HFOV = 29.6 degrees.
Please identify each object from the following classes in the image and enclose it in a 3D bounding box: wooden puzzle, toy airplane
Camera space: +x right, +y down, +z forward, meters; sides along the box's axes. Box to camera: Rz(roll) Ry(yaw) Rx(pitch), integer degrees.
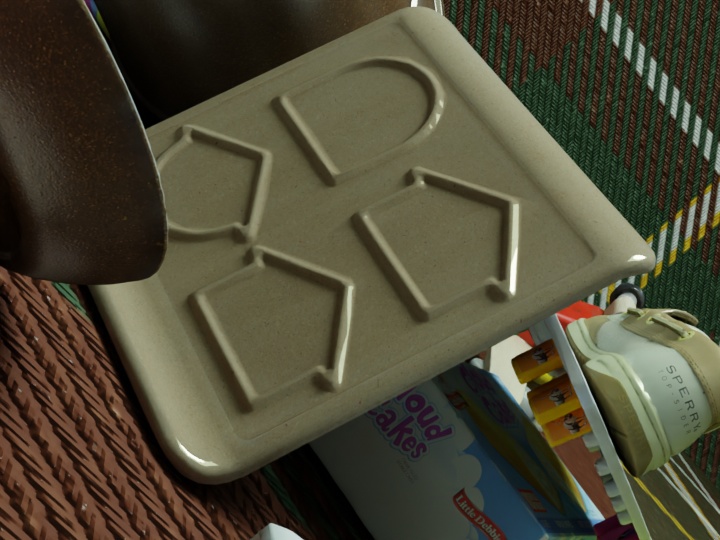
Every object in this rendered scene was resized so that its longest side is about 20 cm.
[{"bbox_3d":[-0.011,-0.015,0.553,0.186,0.199,0.047,56,-16,40],"label":"wooden puzzle"},{"bbox_3d":[0.143,0.063,1.209,0.199,0.142,0.199,-6,32,-34],"label":"toy airplane"}]

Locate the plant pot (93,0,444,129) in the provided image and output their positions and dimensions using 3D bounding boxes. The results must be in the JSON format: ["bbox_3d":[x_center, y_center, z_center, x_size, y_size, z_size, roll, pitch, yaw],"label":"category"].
[{"bbox_3d":[-0.064,-0.172,0.717,0.201,0.200,0.198,52,-4,22],"label":"plant pot"}]

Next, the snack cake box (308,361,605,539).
[{"bbox_3d":[0.055,0.106,0.686,0.115,0.067,0.200,55,10,19],"label":"snack cake box"}]

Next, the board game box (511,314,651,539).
[{"bbox_3d":[0.083,0.031,0.650,0.200,0.026,0.201,59,9,-51],"label":"board game box"}]

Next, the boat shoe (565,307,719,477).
[{"bbox_3d":[0.146,0.054,0.677,0.200,0.066,0.075,-63,129,-82],"label":"boat shoe"}]

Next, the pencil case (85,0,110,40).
[{"bbox_3d":[-0.164,-0.213,0.925,0.200,0.088,0.088,51,9,25],"label":"pencil case"}]

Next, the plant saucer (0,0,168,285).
[{"bbox_3d":[-0.130,-0.071,0.385,0.200,0.032,0.201,40,-26,24],"label":"plant saucer"}]

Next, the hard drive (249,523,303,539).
[{"bbox_3d":[0.023,0.170,0.382,0.132,0.027,0.200,45,10,-24],"label":"hard drive"}]
